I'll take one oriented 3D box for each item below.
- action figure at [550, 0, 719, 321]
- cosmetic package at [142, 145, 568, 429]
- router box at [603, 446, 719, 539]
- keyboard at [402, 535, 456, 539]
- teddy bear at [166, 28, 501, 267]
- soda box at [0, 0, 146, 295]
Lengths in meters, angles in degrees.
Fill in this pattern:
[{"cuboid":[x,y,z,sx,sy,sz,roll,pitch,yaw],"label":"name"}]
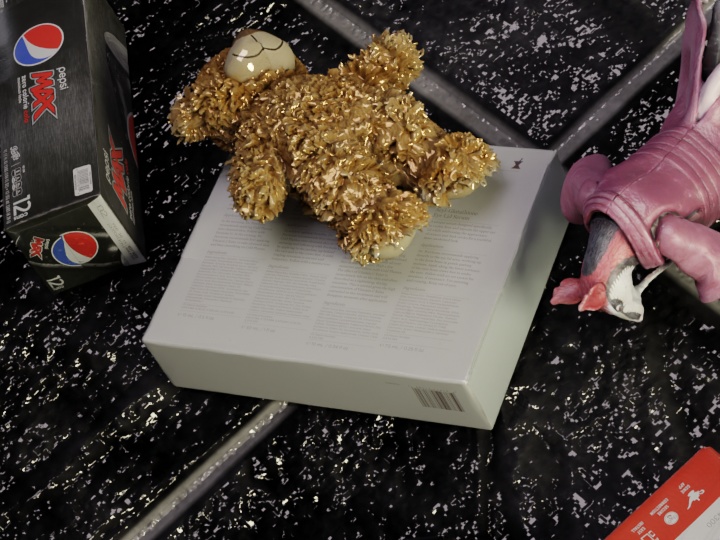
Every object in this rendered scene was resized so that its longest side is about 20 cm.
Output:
[{"cuboid":[0.169,-0.047,1.181,0.133,0.150,0.200,28,56,31],"label":"action figure"},{"cuboid":[0.000,0.000,1.275,0.199,0.052,0.152,7,59,28],"label":"cosmetic package"},{"cuboid":[0.149,0.204,1.054,0.200,0.049,0.179,-42,49,-10],"label":"router box"},{"cuboid":[-0.001,0.224,1.102,0.104,0.040,0.201,-12,53,51],"label":"keyboard"},{"cuboid":[-0.018,-0.076,1.266,0.144,0.067,0.200,-30,47,-5],"label":"teddy bear"},{"cuboid":[-0.175,-0.088,1.406,0.063,0.071,0.201,-19,49,11],"label":"soda box"}]
